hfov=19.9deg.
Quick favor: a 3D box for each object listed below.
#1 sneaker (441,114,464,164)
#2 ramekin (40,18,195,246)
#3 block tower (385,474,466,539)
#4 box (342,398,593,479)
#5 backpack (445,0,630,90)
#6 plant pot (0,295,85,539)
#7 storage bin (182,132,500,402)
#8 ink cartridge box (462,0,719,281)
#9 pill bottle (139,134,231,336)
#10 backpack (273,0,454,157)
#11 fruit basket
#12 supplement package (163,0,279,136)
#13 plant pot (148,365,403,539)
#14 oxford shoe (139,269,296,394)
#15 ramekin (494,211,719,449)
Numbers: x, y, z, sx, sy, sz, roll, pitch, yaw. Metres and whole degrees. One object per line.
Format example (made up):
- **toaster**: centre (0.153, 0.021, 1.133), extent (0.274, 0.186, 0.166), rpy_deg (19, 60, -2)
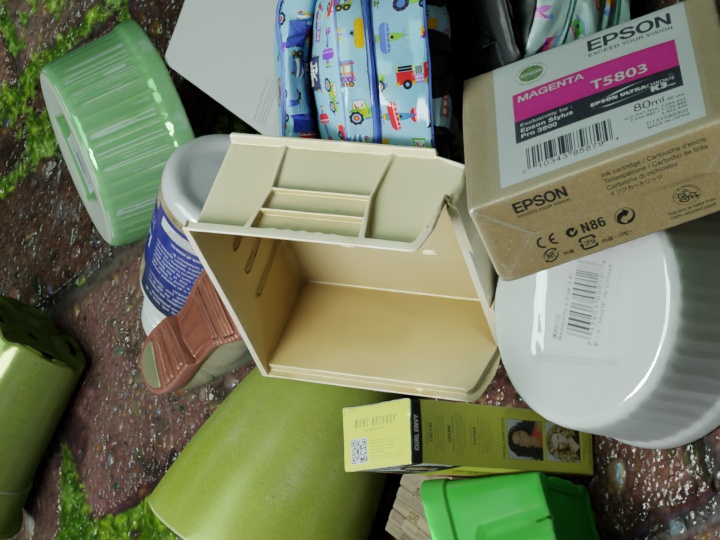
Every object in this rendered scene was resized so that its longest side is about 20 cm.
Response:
- **sneaker**: centre (0.041, -0.048, 1.685), extent (0.080, 0.074, 0.202), rpy_deg (-5, 81, 47)
- **ramekin**: centre (-0.219, -0.120, 1.885), extent (0.201, 0.097, 0.200), rpy_deg (61, 166, 26)
- **block tower**: centre (0.050, 0.231, 1.657), extent (0.058, 0.054, 0.201), rpy_deg (34, 111, 45)
- **box**: centre (0.083, 0.128, 1.525), extent (0.075, 0.199, 0.051), rpy_deg (-13, 75, 44)
- **backpack**: centre (0.136, -0.225, 1.561), extent (0.167, 0.126, 0.202), rpy_deg (151, 123, -65)
- **plant pot**: centre (-0.374, 0.134, 2.059), extent (0.190, 0.200, 0.200), rpy_deg (-54, 49, 11)
- **storage bin**: centre (0.000, 0.000, 1.543), extent (0.197, 0.200, 0.094), rpy_deg (6, 57, 22)
- **ink cartridge box**: centre (0.175, -0.095, 1.437), extent (0.199, 0.075, 0.165), rpy_deg (-20, 36, 15)
- **pill bottle**: centre (-0.133, -0.015, 1.807), extent (0.116, 0.115, 0.201), rpy_deg (63, 151, 31)
- **backpack**: centre (0.004, -0.148, 1.560), extent (0.200, 0.133, 0.184), rpy_deg (-136, 43, -84)
- **fruit basket**: centre (0.093, 0.265, 1.553), extent (0.214, 0.155, 0.217), rpy_deg (-8, 74, 29)
- **supplement package**: centre (-0.058, -0.189, 1.776), extent (0.200, 0.121, 0.120), rpy_deg (36, 111, 43)
- **plant pot**: centre (-0.049, 0.147, 1.705), extent (0.187, 0.187, 0.201), rpy_deg (31, 94, 45)
- **oxford shoe**: centre (-0.107, 0.039, 1.745), extent (0.200, 0.074, 0.071), rpy_deg (-36, 63, 38)
- **ramekin**: centre (0.191, 0.028, 1.496), extent (0.200, 0.097, 0.202), rpy_deg (-7, 81, 47)
